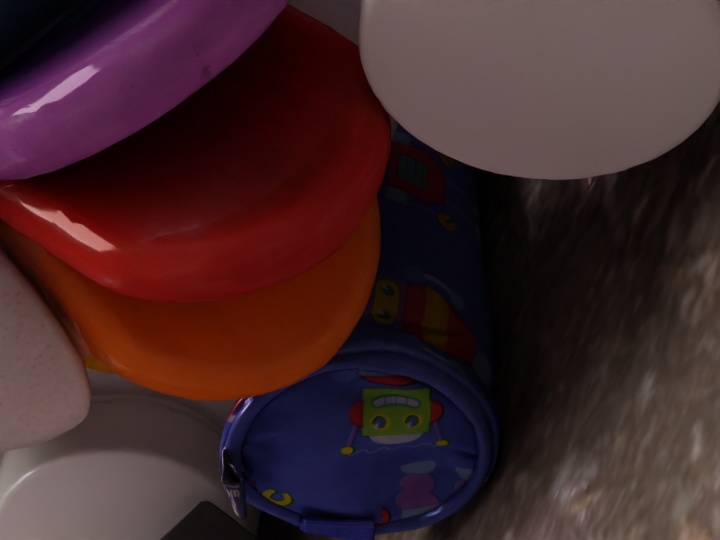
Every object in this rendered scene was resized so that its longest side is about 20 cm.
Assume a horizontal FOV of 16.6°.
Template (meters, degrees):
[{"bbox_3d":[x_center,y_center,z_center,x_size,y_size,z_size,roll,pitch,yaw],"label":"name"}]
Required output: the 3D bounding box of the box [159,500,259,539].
[{"bbox_3d":[-0.112,0.185,0.813,0.200,0.048,0.158,-41,-16,-51],"label":"box"}]

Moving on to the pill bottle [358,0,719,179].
[{"bbox_3d":[0.054,-0.127,0.651,0.120,0.120,0.200,126,159,-48],"label":"pill bottle"}]

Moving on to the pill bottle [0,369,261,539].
[{"bbox_3d":[-0.085,0.042,0.954,0.200,0.114,0.114,-91,25,-54],"label":"pill bottle"}]

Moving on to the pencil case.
[{"bbox_3d":[0.000,0.000,0.768,0.200,0.078,0.087,-89,16,-52],"label":"pencil case"}]

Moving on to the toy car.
[{"bbox_3d":[-0.065,-0.051,0.633,0.175,0.200,0.150,-42,29,-20],"label":"toy car"}]
